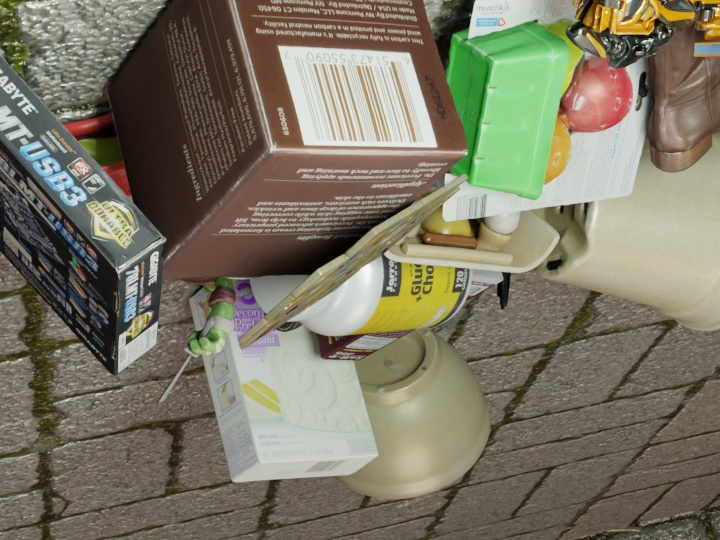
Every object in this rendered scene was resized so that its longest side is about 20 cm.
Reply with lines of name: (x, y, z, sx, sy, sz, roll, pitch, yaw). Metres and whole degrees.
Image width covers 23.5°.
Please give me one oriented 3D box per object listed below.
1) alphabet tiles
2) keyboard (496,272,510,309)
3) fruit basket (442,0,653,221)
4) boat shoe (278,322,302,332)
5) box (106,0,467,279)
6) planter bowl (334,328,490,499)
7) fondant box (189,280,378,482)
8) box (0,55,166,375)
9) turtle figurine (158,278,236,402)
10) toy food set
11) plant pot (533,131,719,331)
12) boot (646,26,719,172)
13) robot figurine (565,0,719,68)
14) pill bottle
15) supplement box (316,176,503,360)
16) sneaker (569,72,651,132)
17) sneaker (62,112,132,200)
alphabet tiles: (-0.006, -0.007, 1.287, 0.166, 0.006, 0.200, -40, 175, 38)
keyboard: (0.130, -0.041, 1.662, 0.040, 0.104, 0.200, 7, 160, 6)
fruit basket: (0.155, -0.136, 1.379, 0.200, 0.094, 0.186, -13, 123, -36)
boat shoe: (-0.073, 0.003, 1.635, 0.065, 0.073, 0.200, -39, 161, -28)
box: (-0.058, -0.109, 1.244, 0.166, 0.164, 0.200, -2, 156, -34)
planter bowl: (0.039, 0.137, 1.950, 0.200, 0.200, 0.135, -15, 132, -1)
fondant box: (-0.077, 0.106, 1.731, 0.144, 0.200, 0.058, 1, 153, -37)
box: (-0.224, -0.039, 1.258, 0.050, 0.200, 0.199, -38, 166, -24)
turtle figurine: (-0.181, 0.012, 1.501, 0.200, 0.144, 0.194, -21, 155, 5)
toy food set: (0.059, -0.063, 1.494, 0.200, 0.144, 0.060, 6, 117, -39)
plant pot: (0.255, -0.050, 1.613, 0.183, 0.201, 0.200, 6, 152, -25)
boot: (0.288, -0.203, 1.397, 0.186, 0.064, 0.200, -50, 146, -30)
robot figurine: (0.239, -0.215, 1.246, 0.200, 0.058, 0.145, -7, 116, -23)
pill bottle: (0.000, 0.000, 1.524, 0.112, 0.112, 0.200, -32, 162, 37)
supplement box: (0.034, 0.001, 1.672, 0.200, 0.109, 0.061, -30, 155, 36)
sneaker: (0.172, -0.125, 1.497, 0.200, 0.079, 0.090, -21, 162, 15)
sneaker: (-0.160, -0.089, 1.354, 0.200, 0.077, 0.085, -7, 153, -23)
